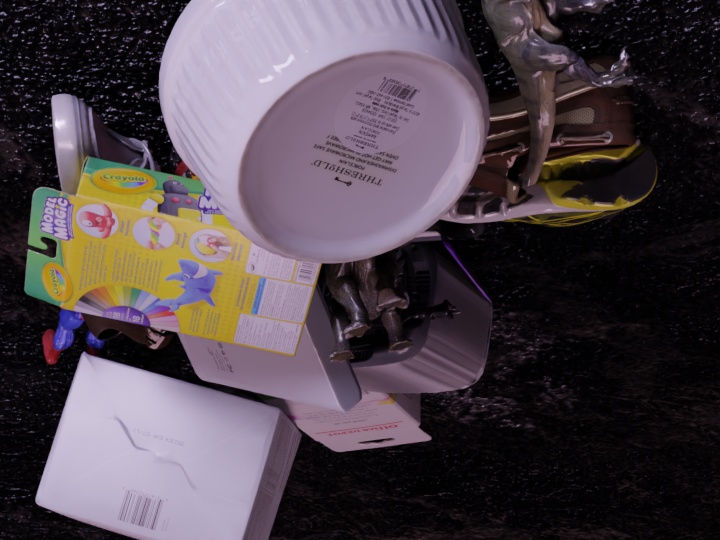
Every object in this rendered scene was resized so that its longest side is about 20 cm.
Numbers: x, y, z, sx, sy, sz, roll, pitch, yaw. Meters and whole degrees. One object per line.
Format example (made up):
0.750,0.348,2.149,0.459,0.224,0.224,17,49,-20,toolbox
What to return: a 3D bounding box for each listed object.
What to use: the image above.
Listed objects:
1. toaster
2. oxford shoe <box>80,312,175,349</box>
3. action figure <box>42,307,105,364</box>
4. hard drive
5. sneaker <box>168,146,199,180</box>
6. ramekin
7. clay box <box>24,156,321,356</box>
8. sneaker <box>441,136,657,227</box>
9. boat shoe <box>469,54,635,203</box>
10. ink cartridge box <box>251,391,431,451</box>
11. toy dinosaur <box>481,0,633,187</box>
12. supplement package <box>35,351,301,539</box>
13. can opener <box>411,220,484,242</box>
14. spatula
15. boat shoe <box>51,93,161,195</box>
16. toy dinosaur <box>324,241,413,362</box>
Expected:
0.023,0.040,1.294,0.200,0.114,0.129,-4,160,34,toaster
-0.145,0.013,1.197,0.073,0.084,0.200,-17,179,-44,oxford shoe
-0.239,0.032,1.360,0.065,0.052,0.200,4,160,-19,action figure
-0.090,0.041,1.241,0.200,0.027,0.132,7,125,51,hard drive
-0.078,-0.088,1.109,0.082,0.078,0.200,5,163,-20,sneaker
-0.016,-0.097,0.955,0.200,0.105,0.200,-13,133,-14,ramekin
-0.130,-0.011,1.087,0.200,0.048,0.115,13,134,-5,clay box
0.117,-0.060,1.156,0.200,0.075,0.085,3,164,6,sneaker
0.092,-0.082,1.072,0.202,0.075,0.075,-19,172,22,boat shoe
-0.015,0.109,1.498,0.117,0.067,0.200,-10,151,21,ink cartridge box
0.123,-0.146,0.979,0.088,0.047,0.200,-11,126,13,toy dinosaur
-0.173,0.184,1.462,0.191,0.147,0.200,16,169,7,supplement package
-0.003,-0.046,1.226,0.200,0.053,0.067,-3,-174,4,can opener
0.025,-0.042,1.158,0.200,0.057,0.021,35,99,-11,spatula
-0.181,-0.070,1.139,0.068,0.072,0.200,-9,152,-2,boat shoe
0.000,0.000,1.113,0.077,0.102,0.200,-15,153,-2,toy dinosaur
